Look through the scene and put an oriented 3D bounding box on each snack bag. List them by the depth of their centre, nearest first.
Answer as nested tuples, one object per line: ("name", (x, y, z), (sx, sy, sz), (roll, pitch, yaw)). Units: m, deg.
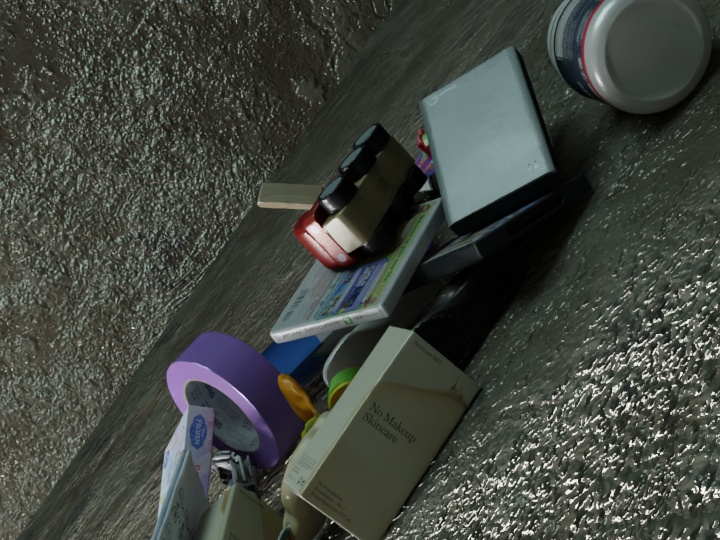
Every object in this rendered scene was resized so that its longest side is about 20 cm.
("snack bag", (-0.194, 0.344, 1.196), (0.021, 0.202, 0.189), (-11, 24, 7))

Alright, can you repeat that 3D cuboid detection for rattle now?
("rattle", (-0.088, 0.235, 1.139), (0.201, 0.142, 0.130), (-63, -15, 1))

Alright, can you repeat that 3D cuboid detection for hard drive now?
("hard drive", (0.149, -0.154, 1.198), (0.139, 0.033, 0.202), (-28, 51, 24))

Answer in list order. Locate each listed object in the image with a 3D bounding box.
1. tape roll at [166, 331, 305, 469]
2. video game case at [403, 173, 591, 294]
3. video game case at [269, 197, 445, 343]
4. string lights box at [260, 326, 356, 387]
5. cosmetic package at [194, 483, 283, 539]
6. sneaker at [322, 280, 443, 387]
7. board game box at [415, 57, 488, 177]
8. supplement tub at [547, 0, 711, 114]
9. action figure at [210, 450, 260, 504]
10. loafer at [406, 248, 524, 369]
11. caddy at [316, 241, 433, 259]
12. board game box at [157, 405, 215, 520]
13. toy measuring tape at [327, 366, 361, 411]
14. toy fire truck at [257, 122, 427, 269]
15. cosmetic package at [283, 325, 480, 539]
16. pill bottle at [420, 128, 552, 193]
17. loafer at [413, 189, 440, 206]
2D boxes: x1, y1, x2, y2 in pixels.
("tape roll", (-0.175, 0.182, 1.421), (0.066, 0.200, 0.200), (-46, 9, -35))
("video game case", (0.147, -0.040, 1.188), (0.180, 0.026, 0.200), (-31, 2, -29))
("video game case", (0.000, 0.000, 1.223), (0.181, 0.022, 0.201), (-16, 30, 39))
("string lights box", (-0.094, 0.129, 1.519), (0.200, 0.059, 0.102), (-45, -19, 22))
("cosmetic package", (-0.136, 0.342, 1.128), (0.071, 0.105, 0.200), (-44, 17, 19))
("sneaker", (0.027, 0.083, 1.334), (0.200, 0.075, 0.088), (-44, 9, -11))
("board game box", (0.116, -0.205, 1.330), (0.201, 0.039, 0.158), (-56, 14, -20))
("supplement tub", (0.299, -0.260, 1.164), (0.141, 0.140, 0.200), (-49, 14, 9))
("action figure", (-0.162, 0.301, 1.335), (0.200, 0.069, 0.132), (148, 123, -78))
("loafer", (0.104, 0.059, 1.154), (0.200, 0.073, 0.071), (-44, 10, -7))
("caddy", (0.022, -0.020, 1.519), (0.141, 0.106, 0.200), (-33, 6, -30))
("board game box", (-0.249, 0.318, 1.423), (0.200, 0.041, 0.201), (126, 149, -56))
("toy measuring tape", (-0.031, 0.180, 1.261), (0.200, 0.073, 0.074), (-46, 15, 21))
("toy fire truck", (-0.043, -0.081, 1.277), (0.199, 0.129, 0.177), (-31, 21, 42))
("cosmetic package", (0.022, 0.170, 1.056), (0.201, 0.103, 0.073), (-55, 16, -9))
("pill bottle", (0.158, -0.141, 1.364), (0.117, 0.116, 0.200), (-58, 14, -24))
("loafer", (0.044, -0.029, 1.331), (0.200, 0.069, 0.075), (-47, 28, -26))
